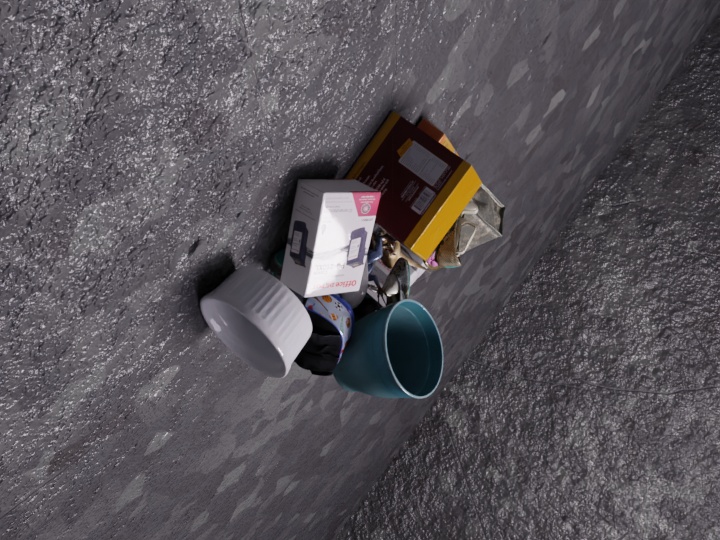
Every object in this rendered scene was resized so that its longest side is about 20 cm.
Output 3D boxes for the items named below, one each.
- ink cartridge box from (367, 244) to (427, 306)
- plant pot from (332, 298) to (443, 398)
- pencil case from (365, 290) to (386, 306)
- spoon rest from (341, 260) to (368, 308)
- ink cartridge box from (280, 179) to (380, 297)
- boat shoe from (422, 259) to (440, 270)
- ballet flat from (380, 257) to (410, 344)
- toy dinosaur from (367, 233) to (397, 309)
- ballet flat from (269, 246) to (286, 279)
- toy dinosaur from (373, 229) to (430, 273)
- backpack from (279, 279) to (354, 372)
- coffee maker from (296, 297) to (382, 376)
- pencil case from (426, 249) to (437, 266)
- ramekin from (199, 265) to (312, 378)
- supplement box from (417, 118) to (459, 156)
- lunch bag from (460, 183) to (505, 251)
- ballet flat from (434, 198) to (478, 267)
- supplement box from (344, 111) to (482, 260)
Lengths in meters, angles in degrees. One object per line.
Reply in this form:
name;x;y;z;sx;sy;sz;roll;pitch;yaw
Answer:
ink cartridge box;0.090;-0.020;1.869;0.200;0.115;0.067;-45;164;-21
plant pot;0.042;0.176;1.626;0.186;0.203;0.199;-15;-174;38
pencil case;0.066;0.101;1.898;0.092;0.199;0.086;-11;136;-58
spoon rest;-0.018;-0.016;1.616;0.060;0.098;0.203;17;82;-55
ink cartridge box;-0.057;-0.061;1.433;0.143;0.084;0.203;-6;116;-42
boat shoe;0.180;-0.074;1.744;0.063;0.072;0.202;-73;180;-51
ballet flat;0.075;0.070;1.730;0.072;0.071;0.204;10;80;-67
toy dinosaur;0.000;0.000;1.683;0.181;0.201;0.105;-38;176;-15
ballet flat;-0.101;-0.038;1.526;0.198;0.068;0.069;-25;158;-32
toy dinosaur;0.073;-0.048;1.800;0.198;0.103;0.058;20;147;-37
backpack;-0.108;0.107;1.555;0.154;0.189;0.201;-52;165;-42
coffee maker;-0.041;0.143;1.783;0.199;0.136;0.191;-30;178;-44
pencil case;0.115;-0.096;1.685;0.087;0.199;0.082;-57;158;18
ramekin;-0.180;0.087;1.371;0.098;0.199;0.201;-49;161;-28
supplement box;0.166;-0.266;1.712;0.067;0.069;0.200;-53;163;5
lunch bag;0.213;-0.145;1.797;0.163;0.199;0.119;-25;-142;39
ballet flat;0.206;-0.100;1.598;0.068;0.074;0.203;40;59;-64
supplement box;0.098;-0.165;1.538;0.198;0.199;0.133;-53;160;4
